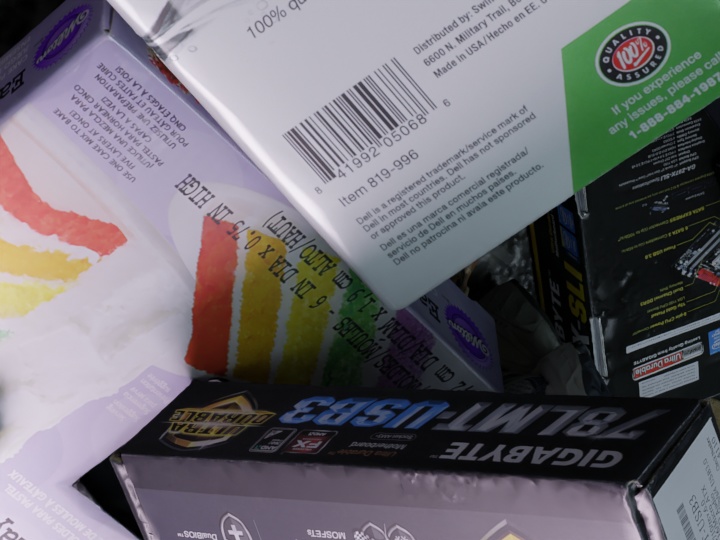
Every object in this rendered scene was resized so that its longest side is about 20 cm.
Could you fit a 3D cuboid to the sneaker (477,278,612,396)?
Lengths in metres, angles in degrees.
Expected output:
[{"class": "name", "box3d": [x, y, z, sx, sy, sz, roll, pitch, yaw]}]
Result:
[{"class": "sneaker", "box3d": [0.051, 0.070, 0.832, 0.086, 0.200, 0.078, -31, 103, -2]}]

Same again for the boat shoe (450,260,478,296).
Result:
[{"class": "boat shoe", "box3d": [0.000, 0.000, 0.845, 0.075, 0.074, 0.201, 21, 103, -32]}]

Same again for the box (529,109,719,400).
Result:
[{"class": "box", "box3d": [0.160, -0.043, 0.920, 0.199, 0.049, 0.161, -21, 123, -16]}]

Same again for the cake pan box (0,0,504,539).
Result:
[{"class": "cake pan box", "box3d": [-0.078, 0.026, 0.787, 0.184, 0.052, 0.200, -34, 120, 21]}]

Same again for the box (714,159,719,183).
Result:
[{"class": "box", "box3d": [0.239, -0.004, 0.922, 0.159, 0.046, 0.201, -34, 124, -8]}]

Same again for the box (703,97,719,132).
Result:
[{"class": "box", "box3d": [0.240, -0.071, 0.742, 0.199, 0.104, 0.182, 10, 130, -43]}]

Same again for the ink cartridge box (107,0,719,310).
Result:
[{"class": "ink cartridge box", "box3d": [0.005, -0.110, 0.699, 0.146, 0.083, 0.200, -33, 117, 19]}]

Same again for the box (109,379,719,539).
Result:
[{"class": "box", "box3d": [0.040, 0.130, 0.729, 0.050, 0.199, 0.199, -42, 121, -43]}]

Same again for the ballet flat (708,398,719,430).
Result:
[{"class": "ballet flat", "box3d": [0.165, 0.105, 0.981, 0.199, 0.065, 0.071, 28, 99, -33]}]
